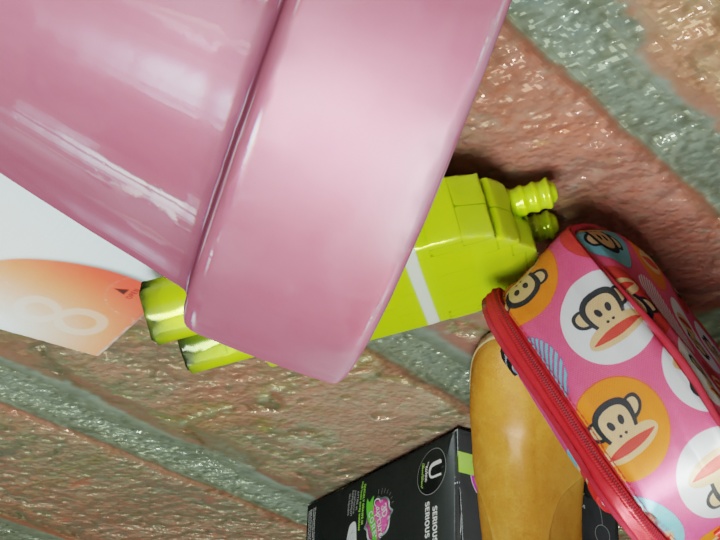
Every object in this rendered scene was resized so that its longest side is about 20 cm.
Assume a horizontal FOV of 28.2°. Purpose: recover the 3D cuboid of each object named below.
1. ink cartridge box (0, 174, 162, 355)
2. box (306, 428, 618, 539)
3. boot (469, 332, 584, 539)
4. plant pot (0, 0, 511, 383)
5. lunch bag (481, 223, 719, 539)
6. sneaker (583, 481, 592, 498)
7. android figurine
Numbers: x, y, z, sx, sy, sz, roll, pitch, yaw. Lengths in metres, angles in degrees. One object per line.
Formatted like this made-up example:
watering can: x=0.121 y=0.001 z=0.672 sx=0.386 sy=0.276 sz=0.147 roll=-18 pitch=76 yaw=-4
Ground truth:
ink cartridge box: x=-0.178 y=-0.030 z=0.673 sx=0.199 sy=0.050 sz=0.162 roll=15 pitch=148 yaw=-29
box: x=0.068 y=0.213 z=1.022 sx=0.148 sy=0.125 sz=0.200 roll=17 pitch=149 yaw=-27
boot: x=0.098 y=0.148 z=0.835 sx=0.070 sy=0.144 sz=0.202 roll=-3 pitch=130 yaw=14
plant pot: x=-0.053 y=-0.090 z=0.430 sx=0.178 sy=0.201 sz=0.200 roll=21 pitch=149 yaw=-4
lunch bag: x=0.154 y=0.077 z=0.686 sx=0.082 sy=0.177 sz=0.200 roll=-41 pitch=149 yaw=13
sneaker: x=0.219 y=0.157 z=0.895 sx=0.200 sy=0.074 sz=0.088 roll=36 pitch=135 yaw=-2
android figurine: x=0.000 y=0.000 z=0.687 sx=0.199 sy=0.041 sz=0.182 roll=-18 pitch=161 yaw=5
